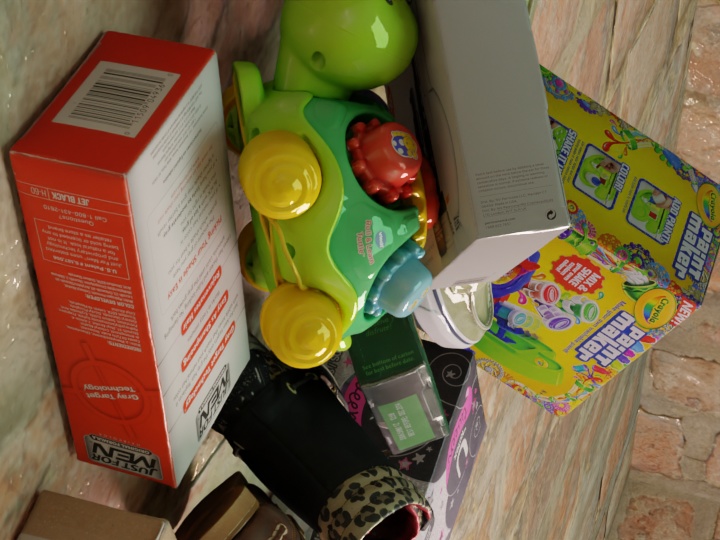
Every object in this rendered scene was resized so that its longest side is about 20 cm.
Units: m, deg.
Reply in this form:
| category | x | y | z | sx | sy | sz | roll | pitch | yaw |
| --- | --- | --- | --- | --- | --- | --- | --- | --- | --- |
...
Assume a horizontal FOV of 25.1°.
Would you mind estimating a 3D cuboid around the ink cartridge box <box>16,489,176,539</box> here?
| category | x | y | z | sx | sy | sz | roll | pitch | yaw |
| --- | --- | --- | --- | --- | --- | --- | --- | --- | --- |
| ink cartridge box | -0.147 | 0.236 | 0.795 | 0.165 | 0.075 | 0.201 | 78 | 29 | -52 |

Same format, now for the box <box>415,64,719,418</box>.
| category | x | y | z | sx | sy | sz | roll | pitch | yaw |
| --- | --- | --- | --- | --- | --- | --- | --- | --- | --- |
| box | 0.143 | -0.020 | 1.245 | 0.200 | 0.192 | 0.122 | -50 | -169 | 51 |

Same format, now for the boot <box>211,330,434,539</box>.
| category | x | y | z | sx | sy | sz | roll | pitch | yaw |
| --- | --- | --- | --- | --- | --- | --- | --- | --- | --- |
| boot | -0.020 | 0.116 | 0.975 | 0.074 | 0.154 | 0.204 | -47 | 158 | 2 |

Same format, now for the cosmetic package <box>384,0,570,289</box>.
| category | x | y | z | sx | sy | sz | roll | pitch | yaw |
| --- | --- | --- | --- | --- | --- | --- | --- | --- | --- |
| cosmetic package | 0.053 | -0.077 | 0.850 | 0.200 | 0.051 | 0.152 | 124 | -41 | -80 |

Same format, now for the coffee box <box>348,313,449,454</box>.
| category | x | y | z | sx | sy | sz | roll | pitch | yaw |
| --- | --- | --- | --- | --- | --- | --- | --- | --- | --- |
| coffee box | 0.000 | 0.000 | 0.990 | 0.123 | 0.044 | 0.201 | 69 | 3 | -64 |

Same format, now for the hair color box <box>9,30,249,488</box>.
| category | x | y | z | sx | sy | sz | roll | pitch | yaw |
| --- | --- | --- | --- | --- | --- | --- | --- | --- | --- |
| hair color box | -0.105 | -0.002 | 0.781 | 0.102 | 0.061 | 0.201 | -62 | 157 | -44 |

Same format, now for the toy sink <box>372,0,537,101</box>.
| category | x | y | z | sx | sy | sz | roll | pitch | yaw |
| --- | --- | --- | --- | --- | --- | --- | --- | --- | --- |
| toy sink | 0.060 | -0.181 | 1.112 | 0.130 | 0.111 | 0.202 | 40 | 64 | -72 |

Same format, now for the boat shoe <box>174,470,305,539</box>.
| category | x | y | z | sx | sy | sz | roll | pitch | yaw |
| --- | --- | --- | --- | --- | --- | --- | --- | --- | --- |
| boat shoe | -0.066 | 0.160 | 0.903 | 0.070 | 0.070 | 0.200 | -49 | -176 | -7 |

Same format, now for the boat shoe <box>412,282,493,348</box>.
| category | x | y | z | sx | sy | sz | roll | pitch | yaw |
| --- | --- | --- | --- | --- | --- | --- | --- | --- | --- |
| boat shoe | 0.059 | -0.021 | 1.024 | 0.201 | 0.062 | 0.072 | 68 | 31 | -45 |

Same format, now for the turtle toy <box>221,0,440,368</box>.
| category | x | y | z | sx | sy | sz | roll | pitch | yaw |
| --- | --- | --- | --- | --- | --- | --- | --- | --- | --- |
| turtle toy | -0.014 | -0.053 | 0.801 | 0.146 | 0.100 | 0.202 | -119 | -159 | -67 |

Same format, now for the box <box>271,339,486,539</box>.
| category | x | y | z | sx | sy | sz | roll | pitch | yaw |
| --- | --- | --- | --- | --- | --- | --- | --- | --- | --- |
| box | 0.012 | 0.162 | 1.205 | 0.132 | 0.114 | 0.201 | 75 | 31 | -59 |
